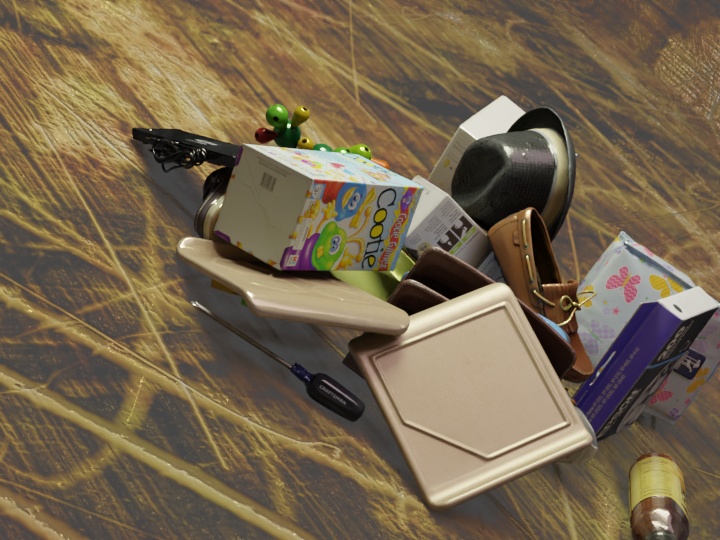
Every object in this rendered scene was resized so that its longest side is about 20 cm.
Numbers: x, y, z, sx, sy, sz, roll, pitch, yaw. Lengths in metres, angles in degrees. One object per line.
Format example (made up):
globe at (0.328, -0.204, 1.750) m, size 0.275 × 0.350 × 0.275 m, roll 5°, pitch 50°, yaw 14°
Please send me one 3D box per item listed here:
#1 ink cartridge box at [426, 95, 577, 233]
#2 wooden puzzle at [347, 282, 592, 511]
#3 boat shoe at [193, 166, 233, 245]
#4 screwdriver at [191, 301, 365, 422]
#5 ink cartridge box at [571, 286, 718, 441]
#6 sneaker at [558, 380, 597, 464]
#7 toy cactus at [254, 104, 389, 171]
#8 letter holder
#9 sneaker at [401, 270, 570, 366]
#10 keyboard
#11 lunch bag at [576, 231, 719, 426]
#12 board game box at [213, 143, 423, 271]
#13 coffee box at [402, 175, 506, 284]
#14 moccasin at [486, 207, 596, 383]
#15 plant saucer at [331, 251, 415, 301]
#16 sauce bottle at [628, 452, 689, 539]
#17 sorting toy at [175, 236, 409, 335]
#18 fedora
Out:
ink cartridge box at (0.162, -0.099, 2.043) m, size 0.128 × 0.200 × 0.125 m, roll 39°, pitch 39°, yaw 11°
wooden puzzle at (0.107, 0.124, 1.557) m, size 0.185 × 0.037 × 0.200 m, roll -20°, pitch 67°, yaw -20°
boat shoe at (-0.143, -0.081, 1.722) m, size 0.065 × 0.072 × 0.200 m, roll 18°, pitch 28°, yaw 13°
screwdriver at (-0.079, 0.083, 1.524) m, size 0.200 × 0.029 × 0.028 m, roll 38°, pitch 22°, yaw -8°
ink cartridge box at (0.319, 0.114, 1.821) m, size 0.043 × 0.198 × 0.200 m, roll 42°, pitch 24°, yaw 22°
sneaker at (0.194, 0.133, 1.744) m, size 0.077 × 0.078 × 0.200 m, roll -18°, pitch 56°, yaw -46°
toy cactus at (-0.061, -0.127, 1.888) m, size 0.200 × 0.102 × 0.165 m, roll 29°, pitch -9°, yaw -34°
letter holder at (0.109, 0.089, 1.639) m, size 0.200 × 0.142 × 0.101 m, roll 37°, pitch 23°, yaw 2°
sneaker at (0.130, 0.052, 1.698) m, size 0.200 × 0.066 × 0.078 m, roll 25°, pitch -6°, yaw 26°
keyboard at (-0.182, -0.124, 1.721) m, size 0.104 × 0.040 × 0.200 m, roll -2°, pitch 13°, yaw -42°
lunch bag at (0.364, 0.076, 1.978) m, size 0.200 × 0.170 × 0.127 m, roll 37°, pitch 10°, yaw -2°
board game box at (-0.042, -0.065, 1.669) m, size 0.105 × 0.103 × 0.200 m, roll 29°, pitch 17°, yaw 33°
coffee box at (0.122, -0.008, 1.834) m, size 0.200 × 0.080 × 0.113 m, roll 44°, pitch -1°, yaw -21°
moccasin at (0.213, 0.028, 1.744) m, size 0.074 × 0.078 × 0.202 m, roll 2°, pitch 65°, yaw -52°
plant saucer at (0.000, 0.000, 1.807) m, size 0.200 × 0.031 × 0.200 m, roll 30°, pitch 24°, yaw -15°
sauce bottle at (0.323, 0.270, 1.697) m, size 0.066 × 0.066 × 0.200 m, roll 33°, pitch 25°, yaw -7°
sorting toy at (-0.072, 0.021, 1.581) m, size 0.185 × 0.037 × 0.200 m, roll 9°, pitch 13°, yaw -31°
fedora at (0.167, -0.105, 1.839) m, size 0.091 × 0.201 × 0.201 m, roll 7°, pitch 33°, yaw -25°
